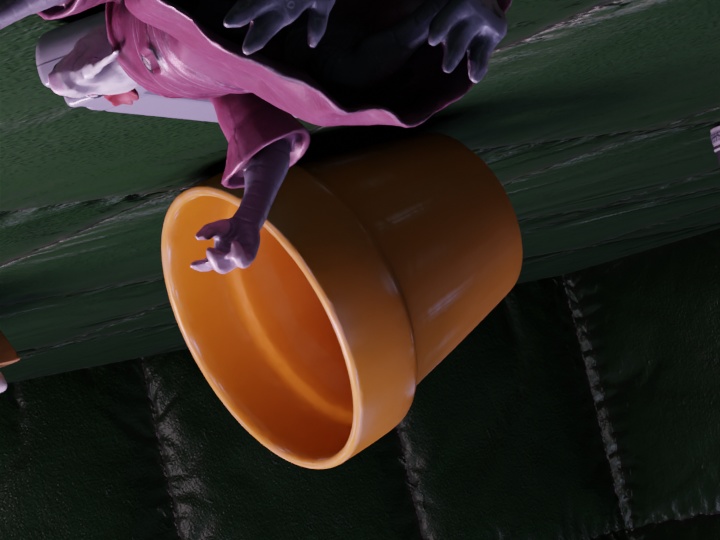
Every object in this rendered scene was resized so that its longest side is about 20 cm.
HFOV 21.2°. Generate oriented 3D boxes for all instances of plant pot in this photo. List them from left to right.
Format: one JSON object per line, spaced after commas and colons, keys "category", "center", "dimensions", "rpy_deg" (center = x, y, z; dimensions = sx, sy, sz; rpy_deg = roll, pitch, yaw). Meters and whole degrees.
{"category": "plant pot", "center": [0.000, 0.000, 1.271], "dimensions": [0.183, 0.201, 0.200], "rpy_deg": [-30, -175, -31]}

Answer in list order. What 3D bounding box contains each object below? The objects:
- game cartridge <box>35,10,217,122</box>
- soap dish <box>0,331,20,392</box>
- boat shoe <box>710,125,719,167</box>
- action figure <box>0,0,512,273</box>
{"category": "game cartridge", "center": [-0.029, -0.097, 0.810], "dimensions": [0.133, 0.042, 0.200], "rpy_deg": [-20, 174, 22]}
{"category": "soap dish", "center": [-0.418, 0.092, 1.706], "dimensions": [0.157, 0.082, 0.200], "rpy_deg": [-10, 174, -39]}
{"category": "boat shoe", "center": [0.416, -0.117, 1.729], "dimensions": [0.199, 0.068, 0.074], "rpy_deg": [-13, 176, -14]}
{"category": "action figure", "center": [-0.049, -0.091, 0.640], "dimensions": [0.149, 0.134, 0.200], "rpy_deg": [-56, -155, -16]}
